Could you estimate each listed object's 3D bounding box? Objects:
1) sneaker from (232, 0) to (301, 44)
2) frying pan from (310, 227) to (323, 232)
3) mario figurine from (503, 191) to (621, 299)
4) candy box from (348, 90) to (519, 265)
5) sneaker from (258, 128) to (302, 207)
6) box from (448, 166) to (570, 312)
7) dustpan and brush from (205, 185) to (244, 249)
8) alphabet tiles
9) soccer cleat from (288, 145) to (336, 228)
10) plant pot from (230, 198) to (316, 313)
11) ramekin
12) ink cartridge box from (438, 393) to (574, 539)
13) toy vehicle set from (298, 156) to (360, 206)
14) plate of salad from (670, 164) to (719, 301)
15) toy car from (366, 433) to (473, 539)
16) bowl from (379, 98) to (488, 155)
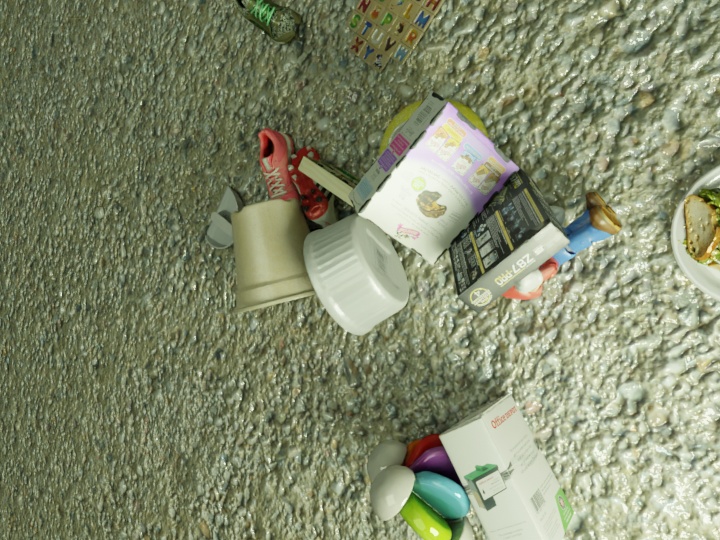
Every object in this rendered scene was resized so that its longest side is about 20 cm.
[{"bbox_3d":[-0.208,-0.540,1.065,0.200,0.088,0.077,36,108,27],"label":"sneaker"},{"bbox_3d":[-0.156,-0.079,1.067,0.190,0.031,0.115,-33,73,25],"label":"frying pan"},{"bbox_3d":[0.266,-0.036,0.747,0.200,0.123,0.106,-44,66,30],"label":"mario figurine"},{"bbox_3d":[0.108,-0.133,0.771,0.200,0.167,0.072,-49,32,15],"label":"candy box"},{"bbox_3d":[-0.175,-0.195,1.037,0.073,0.087,0.202,-15,80,20],"label":"sneaker"},{"bbox_3d":[0.205,-0.053,0.756,0.049,0.200,0.161,37,117,-18],"label":"box"},{"bbox_3d":[-0.283,-0.088,1.130,0.200,0.057,0.140,38,109,26],"label":"dustpan and brush"},{"bbox_3d":[0.060,-0.480,0.944,0.166,0.006,0.200,45,112,24],"label":"alphabet tiles"},{"bbox_3d":[-0.090,-0.165,1.007,0.068,0.085,0.201,-28,52,13],"label":"soccer cleat"},{"bbox_3d":[-0.159,-0.031,0.960,0.199,0.200,0.185,-14,88,31],"label":"plant pot"},{"bbox_3d":[0.000,0.000,0.876,0.097,0.200,0.201,-29,75,21],"label":"ramekin"},{"bbox_3d":[0.221,0.306,0.764,0.084,0.146,0.201,-35,72,29],"label":"ink cartridge box"},{"bbox_3d":[-0.004,-0.140,0.916,0.200,0.124,0.027,37,108,26],"label":"toy vehicle set"},{"bbox_3d":[0.507,-0.049,0.640,0.199,0.048,0.202,0,89,32],"label":"plate of salad"},{"bbox_3d":[0.113,0.341,0.811,0.175,0.200,0.150,41,93,-5],"label":"toy car"},{"bbox_3d":[0.105,-0.200,0.858,0.199,0.107,0.202,1,91,32],"label":"bowl"}]
